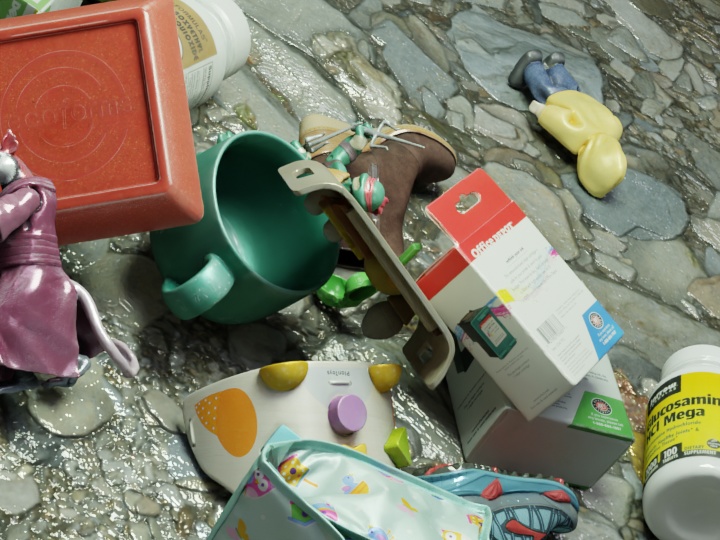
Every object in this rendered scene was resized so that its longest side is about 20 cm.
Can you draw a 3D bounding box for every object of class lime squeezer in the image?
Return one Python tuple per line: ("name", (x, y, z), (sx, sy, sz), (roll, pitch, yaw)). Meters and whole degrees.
("lime squeezer", (-0.006, 0.001, 1.652), (0.037, 0.071, 0.199), (18, -4, -36))

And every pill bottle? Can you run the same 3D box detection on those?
("pill bottle", (0.327, 0.165, 1.720), (0.112, 0.113, 0.201), (28, 35, -10))
("pill bottle", (-0.193, -0.202, 1.717), (0.114, 0.115, 0.200), (41, 36, 10))

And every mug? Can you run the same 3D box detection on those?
("mug", (-0.119, -0.030, 1.555), (0.184, 0.114, 0.154), (-2, 72, -50))

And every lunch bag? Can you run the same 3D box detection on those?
("lunch bag", (-0.022, 0.226, 1.315), (0.198, 0.171, 0.122), (22, 29, -17))

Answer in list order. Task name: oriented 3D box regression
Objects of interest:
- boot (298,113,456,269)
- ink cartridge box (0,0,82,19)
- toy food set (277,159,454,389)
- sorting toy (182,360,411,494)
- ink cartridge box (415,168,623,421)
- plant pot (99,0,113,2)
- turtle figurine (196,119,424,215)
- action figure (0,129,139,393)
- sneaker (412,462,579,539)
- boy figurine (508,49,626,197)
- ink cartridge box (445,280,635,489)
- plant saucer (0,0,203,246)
("boot", (0.025, -0.066, 1.801), (0.198, 0.072, 0.168), (9, 55, -34))
("ink cartridge box", (-0.315, -0.233, 1.663), (0.059, 0.104, 0.201), (31, 36, -3))
("toy food set", (0.000, 0.000, 1.504), (0.201, 0.060, 0.144), (54, 0, -12))
("sorting toy", (-0.023, 0.173, 1.463), (0.198, 0.107, 0.182), (2, 66, -37))
("ink cartridge box", (0.129, 0.019, 1.596), (0.200, 0.067, 0.116), (50, 38, 3))
("plant pot", (-0.259, -0.354, 1.804), (0.190, 0.200, 0.201), (40, 33, -15))
("turtle figurine", (-0.048, -0.090, 1.672), (0.198, 0.102, 0.150), (3, 7, 18))
("action figure", (-0.253, -0.009, 1.380), (0.147, 0.134, 0.202), (-4, 88, -3))
("sneaker", (0.112, 0.221, 1.534), (0.199, 0.079, 0.097), (14, 72, -44))
("boy figurine", (0.255, -0.170, 2.091), (0.123, 0.065, 0.201), (-2, 50, -41))
("ink cartridge box", (0.157, 0.091, 1.691), (0.145, 0.083, 0.201), (15, 41, -25))
("plant saucer", (-0.240, -0.125, 1.476), (0.197, 0.037, 0.202), (-9, 77, -1))
